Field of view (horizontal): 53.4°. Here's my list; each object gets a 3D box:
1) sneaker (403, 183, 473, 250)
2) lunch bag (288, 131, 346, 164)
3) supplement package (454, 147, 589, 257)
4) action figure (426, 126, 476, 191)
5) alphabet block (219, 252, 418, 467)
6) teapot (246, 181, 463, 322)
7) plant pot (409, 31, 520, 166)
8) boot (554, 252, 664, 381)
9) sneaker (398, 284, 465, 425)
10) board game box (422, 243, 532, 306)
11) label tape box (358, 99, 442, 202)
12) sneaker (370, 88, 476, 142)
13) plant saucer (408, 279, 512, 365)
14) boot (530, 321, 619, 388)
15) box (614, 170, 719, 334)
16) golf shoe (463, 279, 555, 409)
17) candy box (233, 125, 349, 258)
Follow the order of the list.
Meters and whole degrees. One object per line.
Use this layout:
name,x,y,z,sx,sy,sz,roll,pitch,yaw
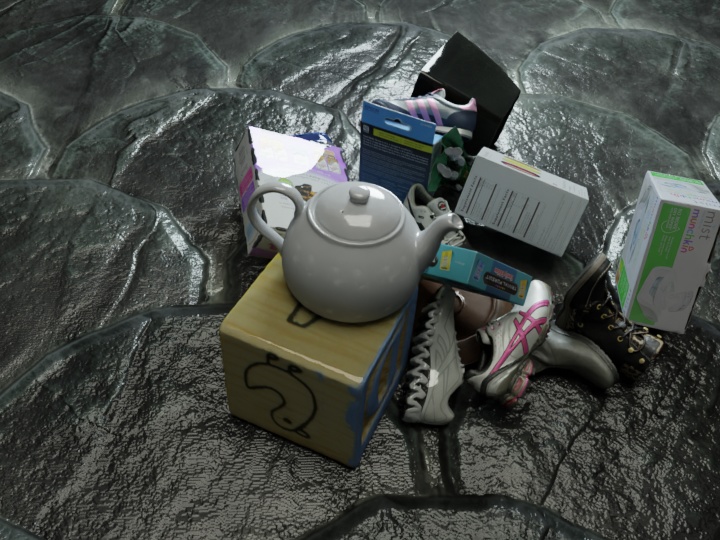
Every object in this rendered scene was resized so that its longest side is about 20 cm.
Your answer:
sneaker,0.137,-0.076,1.251,0.074,0.089,0.200,-23,52,-27
lunch bag,-0.119,-0.166,1.283,0.199,0.136,0.133,-9,47,-12
supplement package,0.280,-0.123,1.249,0.199,0.110,0.114,23,21,7
action figure,0.179,-0.187,1.324,0.054,0.119,0.200,30,9,16
alphabet block,-0.053,0.108,0.977,0.199,0.196,0.197,19,45,16
teapot,-0.011,-0.044,0.896,0.199,0.147,0.198,-23,51,-25
plant pot,0.203,-0.320,1.434,0.177,0.201,0.200,28,48,8
boot,0.371,0.072,1.048,0.150,0.201,0.073,37,60,22
sneaker,0.112,0.122,1.021,0.080,0.075,0.201,14,83,-3
board game box,0.121,-0.005,1.033,0.199,0.047,0.151,16,-2,44
label tape box,0.074,-0.221,1.307,0.142,0.201,0.066,21,50,15
sneaker,0.117,-0.297,1.314,0.199,0.083,0.070,16,1,2
plant saucer,0.136,0.062,1.114,0.199,0.035,0.201,-8,43,8
boot,0.271,0.139,1.074,0.130,0.068,0.200,-37,55,-22
box,0.477,-0.032,1.118,0.096,0.201,0.177,13,24,11
golf shoe,0.215,0.090,1.023,0.092,0.073,0.201,28,64,-3
candy box,-0.096,-0.109,1.090,0.167,0.072,0.201,9,50,-30
